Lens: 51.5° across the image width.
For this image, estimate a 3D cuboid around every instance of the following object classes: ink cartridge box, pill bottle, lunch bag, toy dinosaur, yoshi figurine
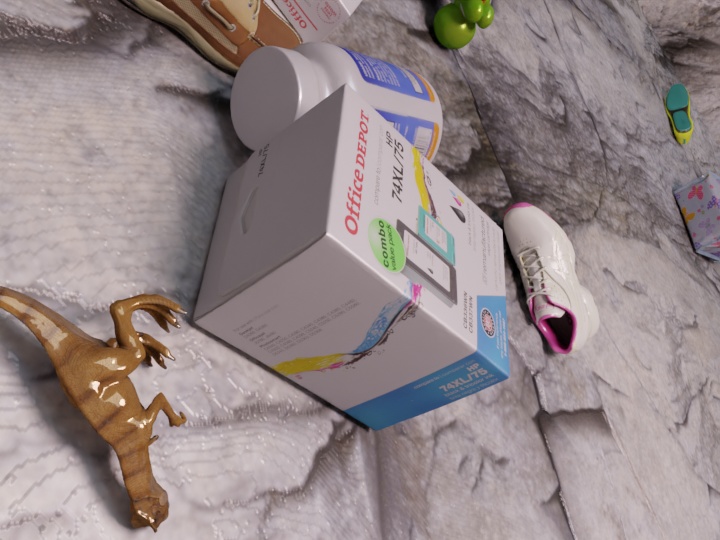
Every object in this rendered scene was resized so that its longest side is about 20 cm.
[{"bbox_3d":[0.000,0.000,0.577,0.199,0.144,0.150,36,43,-33],"label":"ink cartridge box"},{"bbox_3d":[-0.019,-0.139,0.672,0.197,0.111,0.115,-2,70,-52],"label":"pill bottle"},{"bbox_3d":[0.861,-0.118,1.792,0.196,0.126,0.174,10,58,-38],"label":"lunch bag"},{"bbox_3d":[-0.050,-0.315,0.780,0.115,0.067,0.202,48,38,-21],"label":"ink cartridge box"},{"bbox_3d":[-0.152,0.053,0.423,0.202,0.060,0.106,55,37,-11],"label":"toy dinosaur"},{"bbox_3d":[0.127,-0.390,1.060,0.114,0.109,0.203,85,-6,-49],"label":"yoshi figurine"}]

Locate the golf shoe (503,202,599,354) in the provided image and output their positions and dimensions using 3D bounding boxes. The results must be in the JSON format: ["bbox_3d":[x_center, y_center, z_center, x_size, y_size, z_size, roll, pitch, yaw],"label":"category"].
[{"bbox_3d":[0.236,0.012,0.942,0.091,0.074,0.203,-35,96,-51],"label":"golf shoe"}]

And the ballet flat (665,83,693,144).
[{"bbox_3d":[0.896,-0.434,2.100,0.068,0.065,0.204,57,32,-45],"label":"ballet flat"}]

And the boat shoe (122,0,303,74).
[{"bbox_3d":[-0.118,-0.230,0.631,0.197,0.073,0.078,18,55,-46],"label":"boat shoe"}]
